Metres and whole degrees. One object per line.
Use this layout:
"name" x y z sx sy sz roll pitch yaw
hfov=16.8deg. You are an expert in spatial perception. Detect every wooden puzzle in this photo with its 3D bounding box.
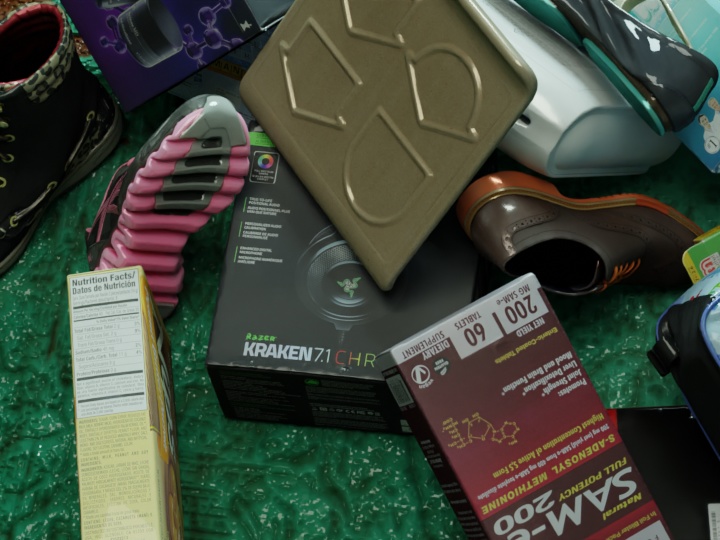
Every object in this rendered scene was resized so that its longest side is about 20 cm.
"wooden puzzle" 0.021 -0.118 1.571 0.046 0.200 0.185 -8 53 -45

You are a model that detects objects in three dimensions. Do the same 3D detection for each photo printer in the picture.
"photo printer" 0.116 -0.130 1.648 0.166 0.200 0.070 41 112 22

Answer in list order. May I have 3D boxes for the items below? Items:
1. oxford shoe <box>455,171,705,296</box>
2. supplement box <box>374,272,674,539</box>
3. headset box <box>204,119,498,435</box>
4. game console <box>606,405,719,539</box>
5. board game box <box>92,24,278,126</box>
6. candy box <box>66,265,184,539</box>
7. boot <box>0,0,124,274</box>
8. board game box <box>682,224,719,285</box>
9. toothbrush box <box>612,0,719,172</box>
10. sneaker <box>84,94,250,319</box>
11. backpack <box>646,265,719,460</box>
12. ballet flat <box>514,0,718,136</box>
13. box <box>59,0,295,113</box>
"oxford shoe" 0.155 -0.007 1.607 0.199 0.071 0.073 8 40 -31
"supplement box" 0.104 0.116 1.529 0.109 0.061 0.201 -28 89 -12
"headset box" 0.000 0.000 1.652 0.173 0.093 0.201 6 64 9
"game console" 0.159 0.183 1.582 0.176 0.031 0.201 -1 64 0
"board game box" -0.083 -0.206 1.711 0.199 0.200 0.041 24 32 18
"candy box" -0.152 0.112 1.600 0.055 0.116 0.201 -8 63 1
"boot" -0.257 -0.083 1.687 0.073 0.154 0.204 37 74 22
"board game box" 0.316 -0.017 1.637 0.199 0.030 0.096 -29 95 -10
"toothbrush box" 0.228 -0.161 1.663 0.200 0.146 0.085 48 114 24
"sneaker" -0.141 -0.055 1.657 0.079 0.200 0.096 10 42 -29
"backpack" 0.317 0.051 1.544 0.200 0.147 0.183 -33 94 -20
"ballet flat" 0.159 -0.167 1.588 0.073 0.073 0.200 -37 59 -12
"box" -0.146 -0.231 1.665 0.141 0.079 0.201 -27 96 34
